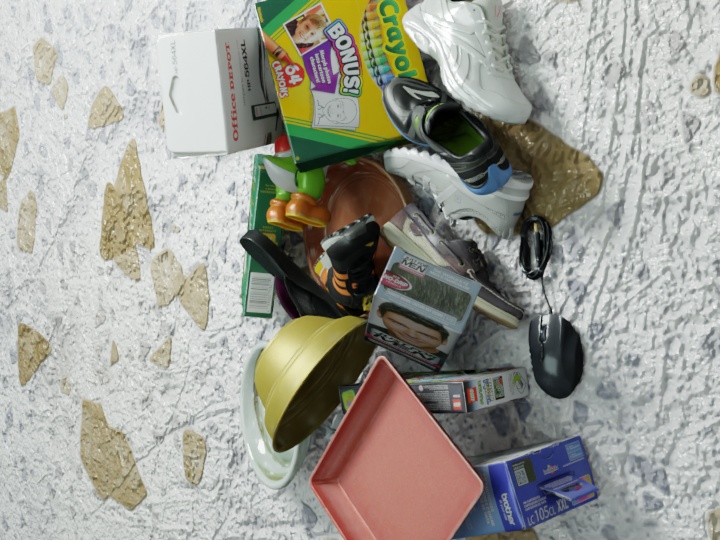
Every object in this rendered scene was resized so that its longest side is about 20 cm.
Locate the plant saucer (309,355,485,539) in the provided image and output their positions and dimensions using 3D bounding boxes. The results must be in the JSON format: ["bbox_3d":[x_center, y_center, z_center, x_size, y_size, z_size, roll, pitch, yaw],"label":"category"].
[{"bbox_3d":[0.042,0.228,1.176,0.200,0.037,0.200,50,125,38],"label":"plant saucer"}]

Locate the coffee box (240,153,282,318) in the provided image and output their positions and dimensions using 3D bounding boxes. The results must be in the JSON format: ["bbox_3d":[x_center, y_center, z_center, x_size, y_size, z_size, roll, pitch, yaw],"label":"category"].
[{"bbox_3d":[-0.129,-0.048,1.467,0.123,0.044,0.201,-117,33,-74],"label":"coffee box"}]

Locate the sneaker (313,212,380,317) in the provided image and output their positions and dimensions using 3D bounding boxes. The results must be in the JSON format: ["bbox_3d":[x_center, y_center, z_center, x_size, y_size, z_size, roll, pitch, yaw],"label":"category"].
[{"bbox_3d":[0.000,0.000,1.280,0.090,0.070,0.200,59,165,8],"label":"sneaker"}]

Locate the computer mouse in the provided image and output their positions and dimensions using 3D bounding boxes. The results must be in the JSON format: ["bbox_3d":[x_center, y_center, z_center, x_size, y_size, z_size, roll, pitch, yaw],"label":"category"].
[{"bbox_3d":[0.198,0.040,1.184,0.059,0.034,0.201,-15,83,47],"label":"computer mouse"}]

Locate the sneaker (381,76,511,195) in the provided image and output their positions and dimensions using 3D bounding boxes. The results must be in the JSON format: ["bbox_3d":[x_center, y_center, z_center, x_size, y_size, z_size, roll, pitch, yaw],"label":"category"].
[{"bbox_3d":[0.090,-0.160,1.176,0.071,0.083,0.200,-37,49,-5],"label":"sneaker"}]

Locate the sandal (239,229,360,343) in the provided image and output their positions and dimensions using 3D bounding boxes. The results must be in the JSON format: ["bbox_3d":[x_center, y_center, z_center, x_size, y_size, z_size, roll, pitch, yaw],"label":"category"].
[{"bbox_3d":[-0.084,0.032,1.395,0.200,0.048,0.075,43,160,-10],"label":"sandal"}]

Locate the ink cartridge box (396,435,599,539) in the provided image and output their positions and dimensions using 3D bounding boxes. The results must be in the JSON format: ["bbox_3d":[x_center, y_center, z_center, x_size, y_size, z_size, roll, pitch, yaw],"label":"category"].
[{"bbox_3d":[0.157,0.234,1.177,0.200,0.136,0.077,-25,78,45],"label":"ink cartridge box"}]

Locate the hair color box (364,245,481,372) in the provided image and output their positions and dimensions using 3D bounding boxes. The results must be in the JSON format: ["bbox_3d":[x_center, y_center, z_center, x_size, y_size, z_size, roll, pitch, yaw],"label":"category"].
[{"bbox_3d":[0.064,0.048,1.202,0.099,0.200,0.061,24,73,4],"label":"hair color box"}]

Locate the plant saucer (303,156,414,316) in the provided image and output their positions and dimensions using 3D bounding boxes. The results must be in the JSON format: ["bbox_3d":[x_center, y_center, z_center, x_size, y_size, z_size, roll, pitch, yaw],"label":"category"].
[{"bbox_3d":[0.003,-0.043,1.379,0.200,0.032,0.201,7,99,46],"label":"plant saucer"}]

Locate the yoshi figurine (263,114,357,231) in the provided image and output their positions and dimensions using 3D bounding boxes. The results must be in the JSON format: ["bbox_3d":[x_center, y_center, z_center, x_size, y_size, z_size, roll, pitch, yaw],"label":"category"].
[{"bbox_3d":[-0.053,-0.149,1.359,0.112,0.112,0.201,6,80,7],"label":"yoshi figurine"}]

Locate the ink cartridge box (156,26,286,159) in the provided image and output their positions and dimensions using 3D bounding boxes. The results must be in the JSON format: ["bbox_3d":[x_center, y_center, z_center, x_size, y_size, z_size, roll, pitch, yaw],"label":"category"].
[{"bbox_3d":[-0.154,-0.221,1.339,0.084,0.200,0.147,0,103,23],"label":"ink cartridge box"}]

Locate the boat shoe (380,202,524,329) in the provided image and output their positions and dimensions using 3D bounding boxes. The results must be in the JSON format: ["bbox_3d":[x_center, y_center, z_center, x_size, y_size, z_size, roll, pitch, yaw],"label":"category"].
[{"bbox_3d":[0.109,-0.009,1.242,0.200,0.072,0.065,37,90,26],"label":"boat shoe"}]

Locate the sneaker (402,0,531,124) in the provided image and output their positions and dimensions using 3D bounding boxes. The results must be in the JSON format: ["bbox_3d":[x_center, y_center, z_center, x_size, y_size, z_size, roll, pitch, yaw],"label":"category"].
[{"bbox_3d":[0.128,-0.245,1.192,0.099,0.078,0.200,-50,63,29],"label":"sneaker"}]

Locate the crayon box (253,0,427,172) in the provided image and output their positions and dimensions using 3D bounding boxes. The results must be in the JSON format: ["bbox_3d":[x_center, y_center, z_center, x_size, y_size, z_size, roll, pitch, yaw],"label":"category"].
[{"bbox_3d":[-0.016,-0.235,1.283,0.172,0.058,0.201,-15,82,2],"label":"crayon box"}]

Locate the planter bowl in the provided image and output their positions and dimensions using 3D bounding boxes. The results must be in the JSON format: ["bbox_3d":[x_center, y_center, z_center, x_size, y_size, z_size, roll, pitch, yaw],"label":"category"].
[{"bbox_3d":[-0.069,0.117,1.335,0.083,0.200,0.201,37,122,17],"label":"planter bowl"}]

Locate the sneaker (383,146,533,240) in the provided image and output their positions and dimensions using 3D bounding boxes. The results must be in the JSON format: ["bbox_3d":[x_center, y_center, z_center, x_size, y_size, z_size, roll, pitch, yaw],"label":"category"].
[{"bbox_3d":[0.098,-0.091,1.240,0.200,0.075,0.082,24,111,42],"label":"sneaker"}]

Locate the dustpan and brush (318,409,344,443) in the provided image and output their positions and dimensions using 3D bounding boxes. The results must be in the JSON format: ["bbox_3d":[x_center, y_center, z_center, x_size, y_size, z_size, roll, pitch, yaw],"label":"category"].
[{"bbox_3d":[-0.022,0.223,1.416,0.200,0.057,0.140,-129,46,-68],"label":"dustpan and brush"}]

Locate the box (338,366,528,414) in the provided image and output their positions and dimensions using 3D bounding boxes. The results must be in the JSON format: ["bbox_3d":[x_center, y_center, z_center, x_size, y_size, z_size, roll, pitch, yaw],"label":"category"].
[{"bbox_3d":[0.082,0.139,1.263,0.200,0.110,0.035,-9,89,46],"label":"box"}]

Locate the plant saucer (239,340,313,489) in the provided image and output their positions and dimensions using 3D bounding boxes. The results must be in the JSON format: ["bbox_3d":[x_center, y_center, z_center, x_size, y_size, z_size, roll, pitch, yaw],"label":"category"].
[{"bbox_3d":[-0.106,0.195,1.492,0.200,0.050,0.201,8,99,62],"label":"plant saucer"}]
